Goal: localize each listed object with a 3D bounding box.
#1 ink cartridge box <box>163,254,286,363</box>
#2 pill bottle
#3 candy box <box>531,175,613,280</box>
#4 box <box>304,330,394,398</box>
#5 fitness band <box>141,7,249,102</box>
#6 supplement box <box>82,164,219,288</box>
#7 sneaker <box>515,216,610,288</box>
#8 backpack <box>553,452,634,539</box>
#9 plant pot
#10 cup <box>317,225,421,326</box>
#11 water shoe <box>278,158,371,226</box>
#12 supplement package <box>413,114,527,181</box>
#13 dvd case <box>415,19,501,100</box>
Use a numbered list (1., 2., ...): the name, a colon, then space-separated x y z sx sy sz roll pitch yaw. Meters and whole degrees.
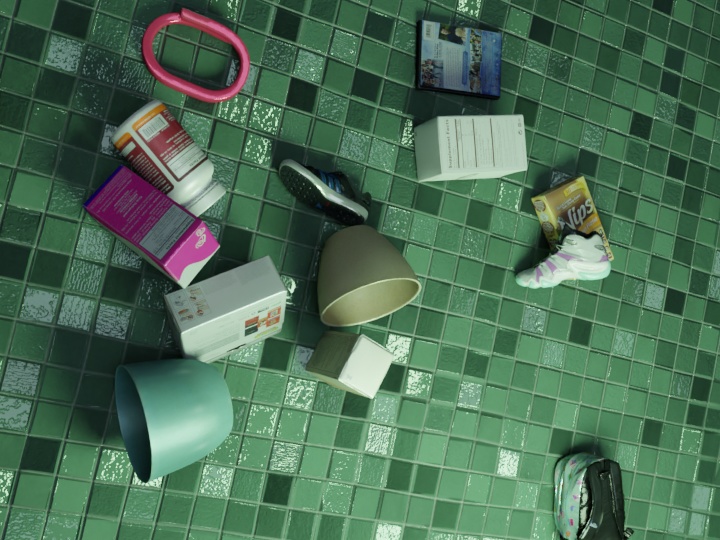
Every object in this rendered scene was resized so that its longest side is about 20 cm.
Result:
1. ink cartridge box: -0.242 0.081 1.391 0.199 0.176 0.084 -22 66 -20
2. pill bottle: -0.336 -0.191 1.360 0.113 0.113 0.200 -43 104 -16
3. candy box: 0.469 -0.093 1.695 0.115 0.055 0.201 -26 99 -18
4. box: -0.024 0.171 1.426 0.077 0.200 0.095 32 78 -17
5. fitness band: -0.304 -0.395 1.419 0.199 0.037 0.145 20 85 -18
6. supplement box: -0.354 -0.075 1.307 0.199 0.101 0.104 35 75 19
7. sneaker: 0.421 -0.044 1.629 0.198 0.078 0.141 -10 101 12
8. backpack: 0.493 0.499 1.659 0.166 0.126 0.202 1 88 -32
9. plant pot: -0.316 0.243 1.324 0.160 0.200 0.202 -12 93 -31
10. cup: 0.000 0.000 1.460 0.199 0.201 0.144 -10 67 -21
11. water shoe: -0.069 -0.162 1.497 0.199 0.071 0.079 34 50 -16
12. supplement package: 0.224 -0.250 1.572 0.198 0.117 0.118 -5 91 -20
13. dvd case: 0.209 -0.443 1.622 0.198 0.018 0.144 2 89 -22
